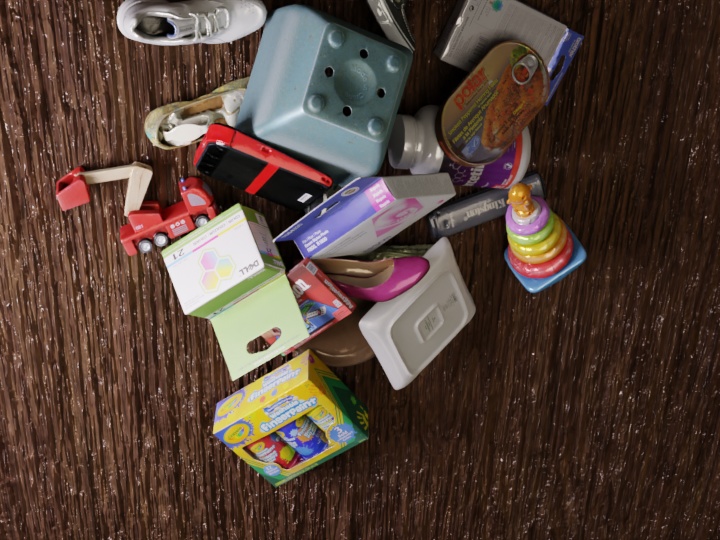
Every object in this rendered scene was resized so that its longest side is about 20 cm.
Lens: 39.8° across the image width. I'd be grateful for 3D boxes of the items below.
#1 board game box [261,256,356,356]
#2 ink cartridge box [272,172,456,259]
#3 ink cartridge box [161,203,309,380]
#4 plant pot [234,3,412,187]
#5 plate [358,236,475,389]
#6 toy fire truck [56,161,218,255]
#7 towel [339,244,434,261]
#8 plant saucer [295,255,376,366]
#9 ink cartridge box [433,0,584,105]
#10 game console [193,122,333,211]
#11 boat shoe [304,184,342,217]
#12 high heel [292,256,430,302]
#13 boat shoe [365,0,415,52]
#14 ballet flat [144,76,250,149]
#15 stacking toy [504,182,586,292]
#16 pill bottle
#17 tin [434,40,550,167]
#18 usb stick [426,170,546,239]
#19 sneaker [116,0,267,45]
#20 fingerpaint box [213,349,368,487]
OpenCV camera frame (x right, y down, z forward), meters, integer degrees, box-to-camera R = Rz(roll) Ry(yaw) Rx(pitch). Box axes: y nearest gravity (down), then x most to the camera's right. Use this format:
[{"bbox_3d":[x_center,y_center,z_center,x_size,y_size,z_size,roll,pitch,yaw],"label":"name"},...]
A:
[{"bbox_3d":[-0.099,0.058,1.495,0.103,0.020,0.199,45,139,-10],"label":"board game box"},{"bbox_3d":[0.007,-0.074,1.406,0.198,0.044,0.195,-11,163,-48],"label":"ink cartridge box"},{"bbox_3d":[-0.178,0.032,1.423,0.146,0.203,0.076,-29,161,15],"label":"ink cartridge box"},{"bbox_3d":[-0.034,-0.232,1.294,0.193,0.200,0.200,18,86,-19],"label":"plant pot"},{"bbox_3d":[0.103,0.077,1.581,0.200,0.032,0.201,-44,138,-14],"label":"plate"},{"bbox_3d":[-0.314,-0.101,1.413,0.197,0.049,0.143,-23,121,-4],"label":"toy fire truck"},{"bbox_3d":[0.047,0.025,1.595,0.196,0.037,0.151,-1,118,-15],"label":"towel"},{"bbox_3d":[-0.033,0.071,1.562,0.195,0.030,0.204,0,119,-1],"label":"plant saucer"},{"bbox_3d":[0.217,-0.332,1.454,0.197,0.042,0.121,19,110,-22],"label":"ink cartridge box"},{"bbox_3d":[-0.137,-0.138,1.358,0.174,0.200,0.032,21,79,-13],"label":"game console"},{"bbox_3d":[-0.062,-0.115,1.482,0.072,0.067,0.203,-46,146,-43],"label":"boat shoe"},{"bbox_3d":[0.000,0.000,1.467,0.197,0.068,0.097,-21,128,13],"label":"high heel"},{"bbox_3d":[0.037,-0.385,1.352,0.070,0.072,0.202,-28,120,5],"label":"boat shoe"},{"bbox_3d":[-0.201,-0.213,1.377,0.196,0.071,0.072,-18,121,-7],"label":"ballet flat"},{"bbox_3d":[0.263,-0.071,1.535,0.115,0.111,0.201,-33,140,3],"label":"stacking toy"},{"bbox_3d":[0.144,-0.183,1.469,0.196,0.113,0.114,2,117,-17],"label":"pill bottle"},{"bbox_3d":[0.185,-0.235,1.407,0.112,0.042,0.200,45,76,-14],"label":"tin"},{"bbox_3d":[0.200,-0.103,1.575,0.196,0.033,0.056,-20,122,-5],"label":"usb stick"},{"bbox_3d":[-0.216,-0.322,1.302,0.196,0.087,0.076,-11,118,-12],"label":"sneaker"},{"bbox_3d":[-0.111,0.245,1.615,0.198,0.074,0.167,-30,123,20],"label":"fingerpaint box"}]
